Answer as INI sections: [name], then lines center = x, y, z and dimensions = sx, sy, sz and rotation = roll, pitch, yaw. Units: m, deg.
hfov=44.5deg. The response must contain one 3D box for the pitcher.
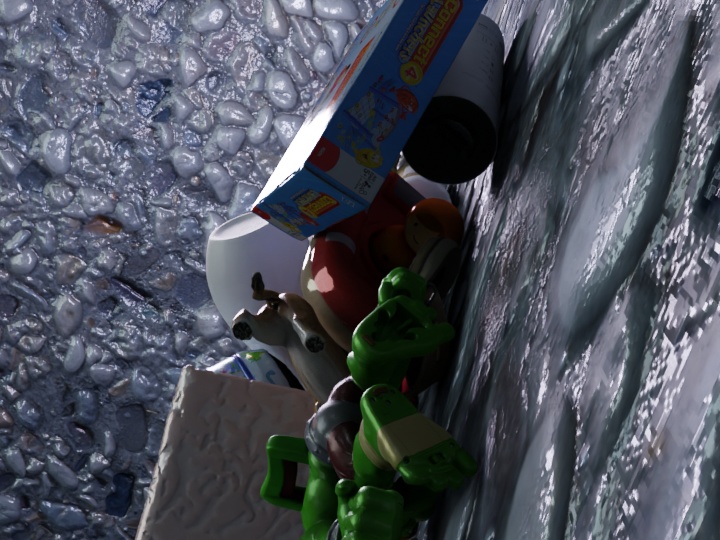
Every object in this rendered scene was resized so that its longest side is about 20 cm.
[pitcher]
center = -0.085, 0.028, 0.986
dimensions = 0.172, 0.121, 0.201
rotation = -56, -48, -57

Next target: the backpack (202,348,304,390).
[backpack]
center = -0.090, 0.175, 0.863
dimensions = 0.163, 0.153, 0.201
rotation = 118, 139, -77

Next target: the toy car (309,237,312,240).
[toy car]
center = -0.049, -0.015, 1.298
dimensions = 0.184, 0.199, 0.178
rotation = 57, -132, -73

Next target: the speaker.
[speaker]
center = 0.085, -0.158, 0.772
dimensions = 0.200, 0.081, 0.081
rotation = -75, 2, -53

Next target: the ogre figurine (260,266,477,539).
[ogre figurine]
center = 0.002, 0.095, 0.478
dimensions = 0.201, 0.098, 0.120
rotation = -107, 33, -46

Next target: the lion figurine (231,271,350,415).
[lion figurine]
center = -0.035, 0.075, 0.697
dimensions = 0.123, 0.072, 0.201
rotation = -94, -18, -73

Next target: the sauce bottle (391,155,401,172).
[sauce bottle]
center = -0.009, -0.060, 1.089
dimensions = 0.065, 0.064, 0.201
rotation = -79, 6, -81

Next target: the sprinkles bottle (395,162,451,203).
[sprinkles bottle]
center = 0.064, -0.079, 0.970
dimensions = 0.200, 0.068, 0.069
rotation = -75, 2, -77

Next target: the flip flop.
[flip flop]
center = 0.041, 0.049, 0.635
dimensions = 0.200, 0.057, 0.081
rotation = -53, -19, -46

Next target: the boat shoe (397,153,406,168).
[boat shoe]
center = 0.072, -0.087, 1.130
dimensions = 0.093, 0.075, 0.201
rotation = 11, 72, 61

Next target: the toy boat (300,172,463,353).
[toy boat]
center = 0.036, -0.017, 0.770
dimensions = 0.131, 0.130, 0.201
rotation = -33, 29, 39

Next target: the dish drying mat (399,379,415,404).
[dish drying mat]
center = 0.032, 0.117, 0.821
dimensions = 0.200, 0.018, 0.077
rotation = -78, 4, -77

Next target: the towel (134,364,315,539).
[towel]
center = -0.088, 0.197, 0.763
dimensions = 0.032, 0.190, 0.201
rotation = 105, 176, -69

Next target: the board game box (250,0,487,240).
[board game box]
center = 0.001, -0.131, 0.712
dimensions = 0.201, 0.056, 0.196
rotation = -60, 13, -13

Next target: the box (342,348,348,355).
[box]
center = 0.000, 0.000, 0.997
dimensions = 0.141, 0.078, 0.201
rotation = -85, -11, -75
